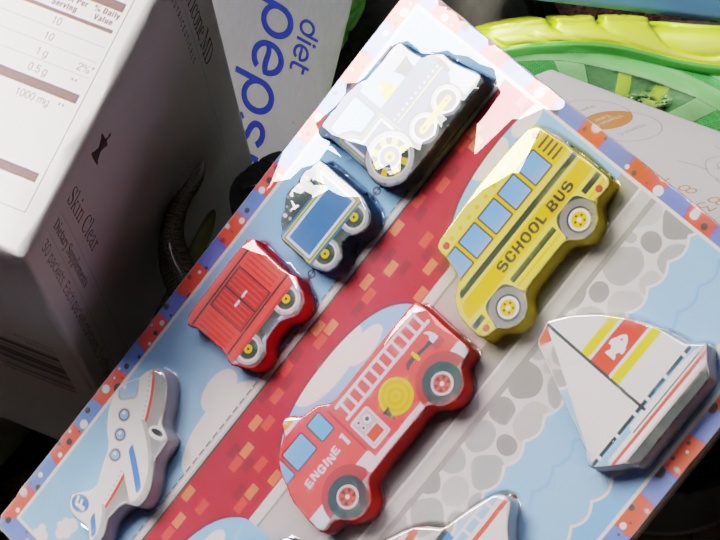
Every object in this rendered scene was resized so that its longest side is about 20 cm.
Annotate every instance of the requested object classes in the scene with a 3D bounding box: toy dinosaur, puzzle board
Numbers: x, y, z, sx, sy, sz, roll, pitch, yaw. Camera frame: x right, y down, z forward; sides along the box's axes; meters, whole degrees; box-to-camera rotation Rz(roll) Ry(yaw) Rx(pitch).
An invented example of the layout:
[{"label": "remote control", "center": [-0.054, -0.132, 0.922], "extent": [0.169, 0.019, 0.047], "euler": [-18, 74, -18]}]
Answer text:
[{"label": "toy dinosaur", "center": [-0.029, 0.071, 0.685], "extent": [0.077, 0.201, 0.102], "euler": [5, 8, -11]}, {"label": "puzzle board", "center": [0.005, 0.041, 0.620], "extent": [0.151, 0.017, 0.200], "euler": [41, 98, 25]}]

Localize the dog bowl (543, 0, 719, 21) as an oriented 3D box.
[{"label": "dog bowl", "center": [0.104, -0.131, 0.897], "extent": [0.199, 0.050, 0.111], "euler": [5, 12, -20]}]

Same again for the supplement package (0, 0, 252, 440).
[{"label": "supplement package", "center": [-0.129, -0.039, 0.720], "extent": [0.155, 0.200, 0.111], "euler": [20, 72, 11]}]

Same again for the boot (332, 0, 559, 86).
[{"label": "boot", "center": [0.020, -0.093, 1.005], "extent": [0.130, 0.068, 0.200], "euler": [-29, 36, 1]}]

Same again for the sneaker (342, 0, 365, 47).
[{"label": "sneaker", "center": [-0.075, -0.106, 0.983], "extent": [0.200, 0.084, 0.077], "euler": [-37, 41, 4]}]

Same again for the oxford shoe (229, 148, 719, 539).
[{"label": "oxford shoe", "center": [0.027, 0.033, 0.680], "extent": [0.072, 0.085, 0.200], "euler": [-26, 51, -29]}]

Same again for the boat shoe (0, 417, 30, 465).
[{"label": "boat shoe", "center": [-0.128, -0.005, 0.910], "extent": [0.063, 0.074, 0.202], "euler": [16, 49, 25]}]

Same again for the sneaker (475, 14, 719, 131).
[{"label": "sneaker", "center": [0.103, -0.055, 0.874], "extent": [0.199, 0.084, 0.074], "euler": [4, 1, 9]}]

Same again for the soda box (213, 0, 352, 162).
[{"label": "soda box", "center": [-0.052, -0.082, 0.890], "extent": [0.063, 0.068, 0.201], "euler": [-20, 52, 53]}]

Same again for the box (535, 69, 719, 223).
[{"label": "box", "center": [0.092, 0.018, 0.753], "extent": [0.124, 0.098, 0.200], "euler": [-22, 33, -36]}]
